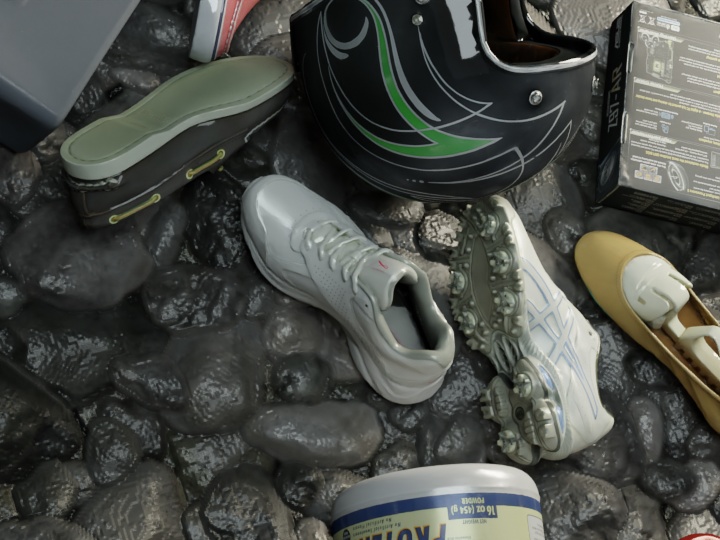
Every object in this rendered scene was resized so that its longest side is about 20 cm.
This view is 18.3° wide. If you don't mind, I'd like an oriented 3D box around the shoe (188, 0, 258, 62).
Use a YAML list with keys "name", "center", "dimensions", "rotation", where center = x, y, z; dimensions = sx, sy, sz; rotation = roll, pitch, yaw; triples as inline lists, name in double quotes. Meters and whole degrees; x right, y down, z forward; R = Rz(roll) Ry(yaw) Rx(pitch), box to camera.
- name: "shoe"
  center: [-0.065, -0.234, 1.651]
  dimensions: [0.091, 0.071, 0.200]
  rotation: [16, 63, -7]

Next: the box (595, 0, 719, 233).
- name: "box"
  center: [0.289, -0.110, 1.744]
  dimensions: [0.200, 0.044, 0.161]
  rotation: [12, 69, -15]

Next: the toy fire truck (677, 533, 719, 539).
- name: "toy fire truck"
  center: [0.288, 0.224, 1.597]
  dimensions: [0.176, 0.129, 0.200]
  rotation: [22, 55, -10]

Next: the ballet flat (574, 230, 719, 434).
- name: "ballet flat"
  center: [0.243, 0.040, 1.667]
  dimensions: [0.200, 0.063, 0.069]
  rotation: [47, 64, 2]

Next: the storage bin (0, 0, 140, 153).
- name: "storage bin"
  center: [-0.234, -0.189, 1.551]
  dimensions: [0.134, 0.146, 0.200]
  rotation: [35, 64, -16]

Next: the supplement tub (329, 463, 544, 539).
- name: "supplement tub"
  center: [0.059, 0.240, 1.490]
  dimensions: [0.145, 0.145, 0.200]
  rotation: [-1, 72, -19]

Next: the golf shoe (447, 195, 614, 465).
- name: "golf shoe"
  center: [0.127, 0.041, 1.634]
  dimensions: [0.097, 0.078, 0.200]
  rotation: [-5, 79, -38]

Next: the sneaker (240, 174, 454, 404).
- name: "sneaker"
  center: [0.000, 0.000, 1.577]
  dimensions: [0.200, 0.099, 0.078]
  rotation: [44, 64, 0]

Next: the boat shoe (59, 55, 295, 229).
- name: "boat shoe"
  center: [-0.127, -0.094, 1.591]
  dimensions: [0.201, 0.061, 0.072]
  rotation: [-29, 39, -33]

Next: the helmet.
- name: "helmet"
  center: [0.062, -0.141, 1.596]
  dimensions: [0.200, 0.200, 0.191]
  rotation: [-35, 96, -25]
